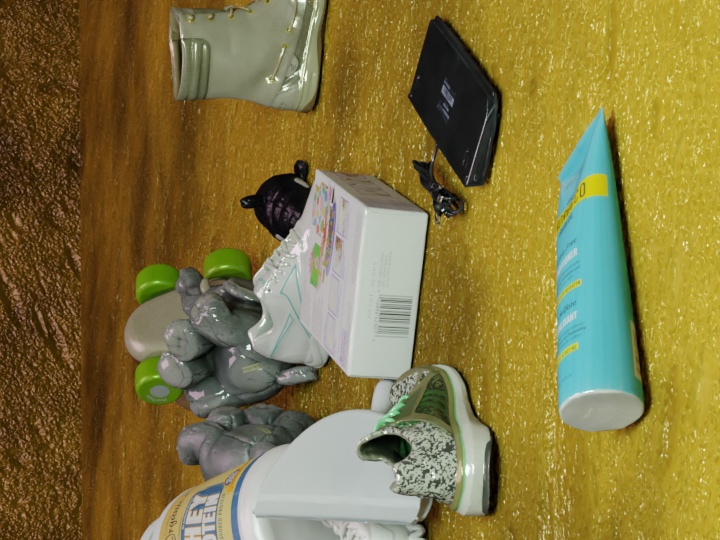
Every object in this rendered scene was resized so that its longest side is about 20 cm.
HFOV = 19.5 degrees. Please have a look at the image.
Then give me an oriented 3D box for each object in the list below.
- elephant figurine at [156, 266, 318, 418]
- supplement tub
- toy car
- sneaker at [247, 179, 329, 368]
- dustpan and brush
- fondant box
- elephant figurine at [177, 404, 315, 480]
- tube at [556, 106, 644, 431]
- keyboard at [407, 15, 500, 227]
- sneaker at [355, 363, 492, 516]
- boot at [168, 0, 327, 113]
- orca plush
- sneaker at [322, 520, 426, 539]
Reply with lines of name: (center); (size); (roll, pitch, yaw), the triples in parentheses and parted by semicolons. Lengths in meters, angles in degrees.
elephant figurine: (-0.121, 0.055, 2.156); (0.141, 0.155, 0.200); (-39, 8, 24)
supplement tub: (-0.092, 0.243, 1.820); (0.200, 0.145, 0.145); (-30, 55, 45)
toy car: (-0.165, 0.106, 2.366); (0.200, 0.158, 0.164); (67, -165, -48)
sneaker: (-0.058, 0.002, 1.995); (0.070, 0.080, 0.200); (-113, 31, -63)
dustpan and brush: (0.003, 0.141, 1.694); (0.057, 0.139, 0.200); (75, -157, -43)
fondant box: (0.000, 0.000, 1.812); (0.200, 0.058, 0.144); (-140, 55, -71)
elephant figurine: (-0.098, 0.239, 2.014); (0.155, 0.141, 0.200); (-23, -65, -58)
tube: (0.143, 0.001, 1.292); (0.077, 0.050, 0.200); (125, 152, -51)
keyboard: (0.070, -0.113, 1.646); (0.200, 0.021, 0.127); (-114, 36, -62)
sneaker: (0.038, 0.120, 1.571); (0.200, 0.089, 0.077); (-128, 44, -69)
boot: (-0.116, -0.265, 2.128); (0.072, 0.155, 0.200); (-173, 86, -76)
orca plush: (-0.089, -0.052, 2.142); (0.200, 0.071, 0.105); (-114, 30, -61)
sneaker: (0.004, 0.204, 1.703); (0.200, 0.081, 0.075); (-104, 25, -47)
